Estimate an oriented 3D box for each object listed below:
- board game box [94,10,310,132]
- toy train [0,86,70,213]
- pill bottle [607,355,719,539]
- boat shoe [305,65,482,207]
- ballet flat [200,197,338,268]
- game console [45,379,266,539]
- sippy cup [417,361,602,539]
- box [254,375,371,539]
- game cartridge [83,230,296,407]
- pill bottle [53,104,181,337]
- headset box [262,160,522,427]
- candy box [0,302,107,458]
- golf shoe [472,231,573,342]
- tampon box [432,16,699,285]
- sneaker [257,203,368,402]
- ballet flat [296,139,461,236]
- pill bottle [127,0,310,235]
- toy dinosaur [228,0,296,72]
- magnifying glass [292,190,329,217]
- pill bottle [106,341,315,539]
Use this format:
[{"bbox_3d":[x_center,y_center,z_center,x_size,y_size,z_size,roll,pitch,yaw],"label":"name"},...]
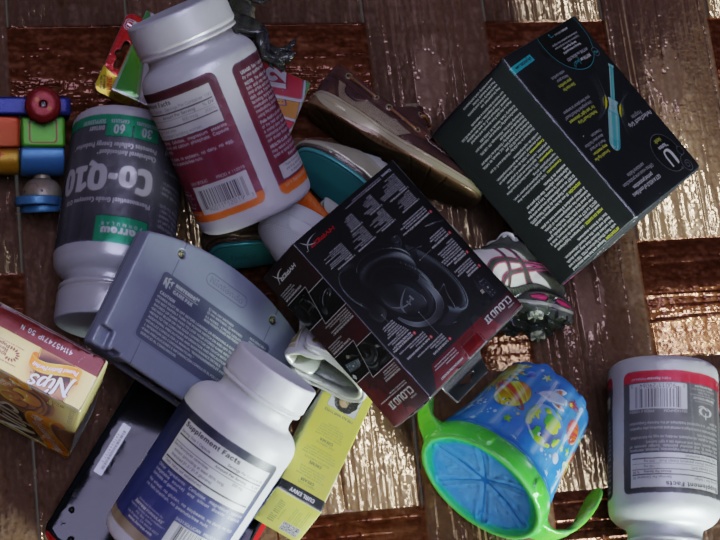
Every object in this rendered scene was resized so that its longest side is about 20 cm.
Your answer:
[{"bbox_3d":[-0.157,-0.183,1.781,0.198,0.030,0.096,22,69,-3],"label":"board game box"},{"bbox_3d":[-0.373,-0.111,1.684,0.198,0.085,0.117,-1,87,-13],"label":"toy train"},{"bbox_3d":[0.292,0.191,1.721,0.109,0.111,0.202,6,72,-11],"label":"pill bottle"},{"bbox_3d":[0.044,-0.138,1.792,0.199,0.072,0.072,30,70,4],"label":"boat shoe"},{"bbox_3d":[-0.058,-0.037,1.745,0.197,0.068,0.073,1,53,-9],"label":"ballet flat"},{"bbox_3d":[-0.170,0.206,1.656,0.176,0.031,0.201,30,68,1],"label":"game console"},{"bbox_3d":[0.147,0.161,1.694,0.130,0.139,0.179,-48,127,-32],"label":"sippy cup"},{"bbox_3d":[-0.031,0.148,1.655,0.050,0.075,0.201,29,52,-4],"label":"box"},{"bbox_3d":[-0.148,0.057,1.629,0.200,0.041,0.134,38,61,-31],"label":"game cartridge"},{"bbox_3d":[-0.227,-0.042,1.672,0.112,0.113,0.202,8,71,-10],"label":"pill bottle"},{"bbox_3d":[0.037,0.027,1.593,0.200,0.077,0.149,48,54,1],"label":"headset box"},{"bbox_3d":[-0.290,0.098,1.566,0.115,0.200,0.056,29,70,-3],"label":"candy box"},{"bbox_3d":[0.123,0.004,1.741,0.199,0.077,0.089,22,54,-39],"label":"golf shoe"},{"bbox_3d":[0.204,-0.118,1.766,0.201,0.126,0.150,51,42,6],"label":"tampon box"},{"bbox_3d":[-0.042,0.030,1.636,0.200,0.074,0.115,43,52,10],"label":"sneaker"},{"bbox_3d":[0.022,-0.071,1.773,0.200,0.069,0.070,40,68,0],"label":"ballet flat"},{"bbox_3d":[-0.132,-0.145,1.634,0.113,0.114,0.202,-26,104,-19],"label":"pill bottle"},{"bbox_3d":[-0.107,-0.232,1.772,0.088,0.048,0.201,29,34,-11],"label":"toy dinosaur"},{"bbox_3d":[0.000,0.000,1.714,0.079,0.022,0.200,-40,114,3],"label":"magnifying glass"},{"bbox_3d":[-0.127,0.168,1.567,0.111,0.111,0.201,34,93,-1],"label":"pill bottle"}]
